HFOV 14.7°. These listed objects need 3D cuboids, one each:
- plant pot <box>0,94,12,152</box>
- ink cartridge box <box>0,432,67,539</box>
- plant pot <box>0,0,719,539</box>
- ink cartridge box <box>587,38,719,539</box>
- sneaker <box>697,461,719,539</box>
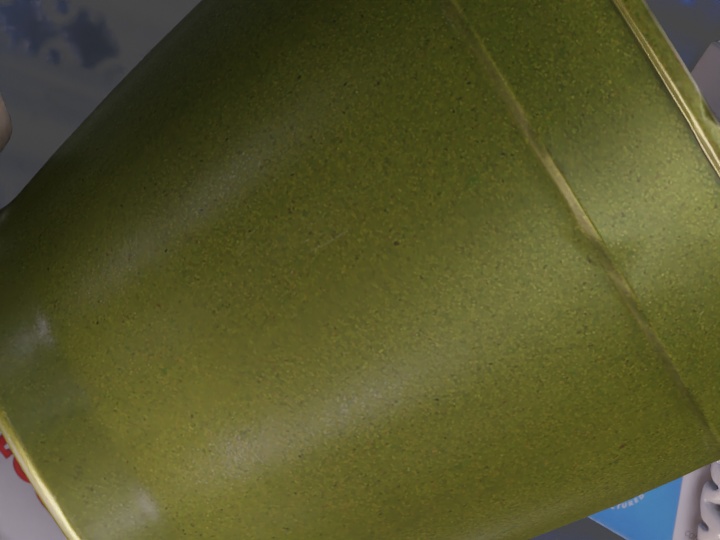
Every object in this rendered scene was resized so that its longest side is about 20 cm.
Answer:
[{"bbox_3d":[-0.199,-0.013,0.748,0.184,0.200,0.200,-51,122,-11],"label":"plant pot"},{"bbox_3d":[-0.017,0.044,0.869,0.200,0.084,0.146,-40,90,-6],"label":"ink cartridge box"},{"bbox_3d":[0.000,0.000,0.749,0.192,0.201,0.201,-31,121,4],"label":"plant pot"},{"bbox_3d":[0.143,0.004,0.969,0.116,0.068,0.201,30,96,-31],"label":"ink cartridge box"},{"bbox_3d":[0.165,0.060,0.916,0.075,0.081,0.201,-2,114,-26],"label":"sneaker"}]
